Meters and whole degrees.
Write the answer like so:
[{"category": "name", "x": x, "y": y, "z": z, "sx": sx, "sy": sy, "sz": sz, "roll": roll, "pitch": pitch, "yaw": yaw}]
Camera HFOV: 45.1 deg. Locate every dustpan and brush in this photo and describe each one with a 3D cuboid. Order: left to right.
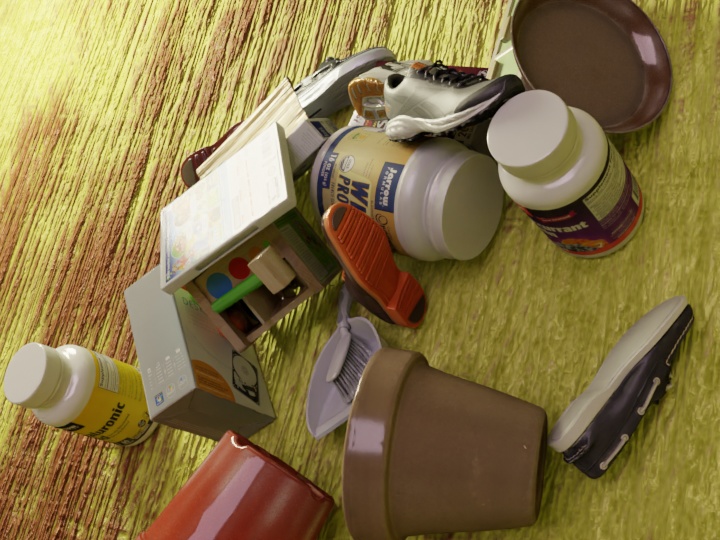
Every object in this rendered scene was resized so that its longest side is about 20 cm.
[{"category": "dustpan and brush", "x": -0.016, "y": 0.089, "z": 1.043, "sx": 0.140, "sy": 0.057, "sz": 0.200, "roll": -40, "pitch": 21, "yaw": 32}]

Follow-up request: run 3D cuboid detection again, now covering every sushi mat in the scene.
[{"category": "sushi mat", "x": -0.152, "y": -0.170, "z": 1.195, "sx": 0.200, "sy": 0.012, "sz": 0.096, "roll": -41, "pitch": 55, "yaw": 20}]

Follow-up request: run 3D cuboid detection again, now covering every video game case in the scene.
[{"category": "video game case", "x": -0.163, "y": -0.075, "z": 1.033, "sx": 0.200, "sy": 0.018, "sz": 0.143, "roll": -33, "pitch": 43, "yaw": 21}]

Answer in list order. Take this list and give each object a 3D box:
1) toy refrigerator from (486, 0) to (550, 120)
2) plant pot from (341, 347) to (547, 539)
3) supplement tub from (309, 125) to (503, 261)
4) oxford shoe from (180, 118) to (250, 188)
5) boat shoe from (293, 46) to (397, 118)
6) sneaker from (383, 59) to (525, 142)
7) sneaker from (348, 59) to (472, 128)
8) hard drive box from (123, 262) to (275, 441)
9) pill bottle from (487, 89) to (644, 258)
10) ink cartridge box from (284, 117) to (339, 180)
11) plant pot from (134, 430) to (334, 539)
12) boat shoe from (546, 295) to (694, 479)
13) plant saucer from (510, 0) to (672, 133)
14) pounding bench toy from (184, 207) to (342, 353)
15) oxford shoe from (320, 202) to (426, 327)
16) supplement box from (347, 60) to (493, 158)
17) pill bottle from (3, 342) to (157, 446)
[{"category": "toy refrigerator", "x": 0.203, "y": -0.267, "z": 1.021, "sx": 0.076, "sy": 0.070, "sz": 0.200, "roll": -23, "pitch": 43, "yaw": 56}, {"category": "plant pot", "x": 0.094, "y": 0.184, "z": 0.865, "sx": 0.174, "sy": 0.200, "sz": 0.201, "roll": 4, "pitch": 70, "yaw": 17}, {"category": "supplement tub", "x": 0.054, "y": -0.092, "z": 1.030, "sx": 0.200, "sy": 0.144, "sz": 0.145, "roll": 16, "pitch": 78, "yaw": 39}, {"category": "oxford shoe", "x": -0.167, "y": -0.176, "z": 1.269, "sx": 0.200, "sy": 0.075, "sz": 0.071, "roll": -18, "pitch": 90, "yaw": 23}, {"category": "boat shoe", "x": -0.040, "y": -0.269, "z": 1.227, "sx": 0.200, "sy": 0.072, "sz": 0.071, "roll": -26, "pitch": 60, "yaw": 25}, {"category": "sneaker", "x": 0.086, "y": -0.184, "z": 0.907, "sx": 0.200, "sy": 0.074, "sz": 0.079, "roll": 2, "pitch": 111, "yaw": 55}, {"category": "sneaker", "x": 0.078, "y": -0.222, "z": 1.033, "sx": 0.200, "sy": 0.076, "sz": 0.088, "roll": 19, "pitch": 48, "yaw": 40}, {"category": "hard drive box", "x": -0.208, "y": 0.108, "z": 1.114, "sx": 0.077, "sy": 0.156, "sz": 0.200, "roll": -36, "pitch": 53, "yaw": 16}, {"category": "pill bottle", "x": 0.209, "y": -0.098, "z": 0.887, "sx": 0.111, "sy": 0.200, "sz": 0.112, "roll": -15, "pitch": 60, "yaw": 29}, {"category": "ink cartridge box", "x": -0.115, "y": -0.121, "z": 1.150, "sx": 0.200, "sy": 0.200, "sz": 0.041, "roll": -42, "pitch": 94, "yaw": 12}, {"category": "plant pot", "x": -0.140, "y": 0.299, "z": 0.965, "sx": 0.201, "sy": 0.201, "sz": 0.195, "roll": 25, "pitch": 76, "yaw": 40}, {"category": "boat shoe", "x": 0.265, "y": 0.111, "z": 0.840, "sx": 0.060, "sy": 0.074, "sz": 0.200, "roll": 42, "pitch": 76, "yaw": 0}, {"category": "plant saucer", "x": 0.251, "y": -0.235, "z": 0.959, "sx": 0.032, "sy": 0.200, "sz": 0.201, "roll": 129, "pitch": 148, "yaw": -63}, {"category": "pounding bench toy", "x": -0.136, "y": 0.014, "z": 1.059, "sx": 0.156, "sy": 0.200, "sz": 0.124, "roll": -38, "pitch": 93, "yaw": 15}, {"category": "oxford shoe", "x": 0.000, "y": 0.000, "z": 0.990, "sx": 0.073, "sy": 0.200, "sz": 0.071, "roll": 2, "pitch": 51, "yaw": 38}, {"category": "supplement box", "x": 0.090, "y": -0.205, "z": 1.113, "sx": 0.200, "sy": 0.061, "sz": 0.109, "roll": 14, "pitch": 76, "yaw": 39}, {"category": "pill bottle", "x": -0.373, "y": 0.165, "z": 1.173, "sx": 0.111, "sy": 0.200, "sz": 0.111, "roll": -16, "pitch": 60, "yaw": 29}]
